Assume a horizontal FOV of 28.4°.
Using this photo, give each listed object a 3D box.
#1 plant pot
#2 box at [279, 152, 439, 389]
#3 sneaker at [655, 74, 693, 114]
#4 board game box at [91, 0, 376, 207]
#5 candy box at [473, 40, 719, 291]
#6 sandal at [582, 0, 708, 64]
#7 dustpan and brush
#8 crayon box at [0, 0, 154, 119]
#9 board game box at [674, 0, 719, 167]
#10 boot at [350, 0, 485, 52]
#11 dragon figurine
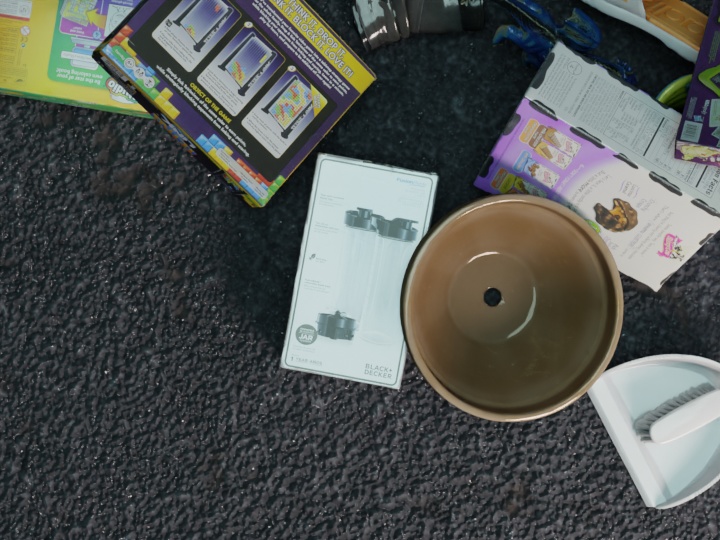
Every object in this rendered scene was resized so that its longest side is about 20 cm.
[{"bbox_3d":[0.128,0.030,1.285,0.200,0.093,0.202,-1,95,-9],"label":"plant pot"},{"bbox_3d":[0.000,0.000,1.314,0.116,0.060,0.201,9,90,2],"label":"box"},{"bbox_3d":[0.344,-0.134,1.264,0.199,0.131,0.080,-15,73,2],"label":"sneaker"},{"bbox_3d":[-0.112,-0.184,1.279,0.200,0.057,0.165,45,77,-16],"label":"board game box"},{"bbox_3d":[0.218,-0.086,1.249,0.199,0.168,0.072,31,66,2],"label":"candy box"},{"bbox_3d":[0.269,-0.251,1.274,0.206,0.079,0.059,34,134,20],"label":"sandal"},{"bbox_3d":[0.326,0.119,1.301,0.199,0.057,0.140,-28,89,1],"label":"dustpan and brush"},{"bbox_3d":[-0.244,-0.211,1.325,0.199,0.058,0.119,10,90,2],"label":"crayon box"},{"bbox_3d":[0.341,-0.165,1.187,0.119,0.032,0.201,11,58,19],"label":"board game box"},{"bbox_3d":[0.041,-0.310,1.314,0.131,0.070,0.201,-6,85,7],"label":"boot"},{"bbox_3d":[0.175,-0.204,1.271,0.099,0.200,0.059,31,88,40],"label":"dragon figurine"}]
